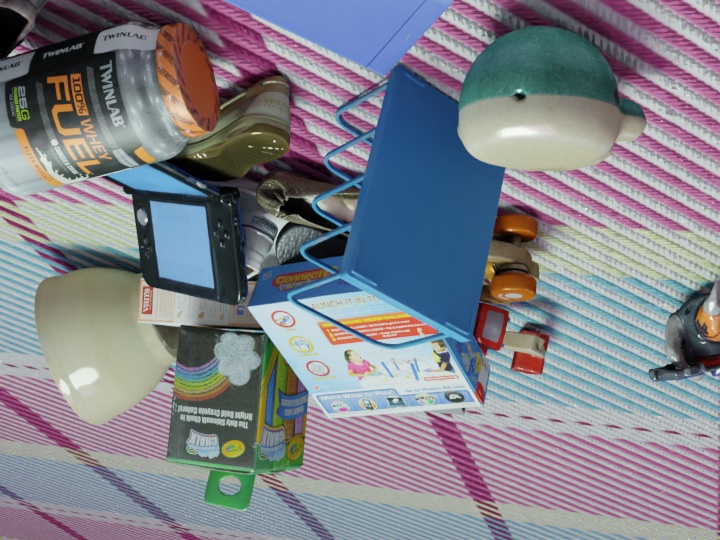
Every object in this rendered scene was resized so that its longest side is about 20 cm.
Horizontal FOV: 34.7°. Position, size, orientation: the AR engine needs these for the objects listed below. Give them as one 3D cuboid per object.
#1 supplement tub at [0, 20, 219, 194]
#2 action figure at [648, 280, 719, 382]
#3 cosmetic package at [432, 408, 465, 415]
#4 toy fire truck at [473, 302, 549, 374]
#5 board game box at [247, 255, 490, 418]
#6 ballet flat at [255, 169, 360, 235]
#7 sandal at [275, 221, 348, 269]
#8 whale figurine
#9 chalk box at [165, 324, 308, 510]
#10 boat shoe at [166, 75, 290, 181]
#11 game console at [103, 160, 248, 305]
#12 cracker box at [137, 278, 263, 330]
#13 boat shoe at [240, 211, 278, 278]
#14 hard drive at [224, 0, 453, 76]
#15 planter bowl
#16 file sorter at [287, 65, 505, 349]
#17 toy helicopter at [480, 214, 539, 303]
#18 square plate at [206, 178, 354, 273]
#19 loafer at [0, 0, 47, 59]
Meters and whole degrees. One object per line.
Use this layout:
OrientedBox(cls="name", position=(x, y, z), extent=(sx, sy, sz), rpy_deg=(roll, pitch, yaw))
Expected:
OrientedBox(cls="supplement tub", position=(-0.233, -0.146, 1.021), extent=(0.196, 0.124, 0.123), rpy_deg=(-13, 148, 15))
OrientedBox(cls="action figure", position=(0.400, 0.048, 1.213), extent=(0.196, 0.107, 0.194), rpy_deg=(-10, 166, -16))
OrientedBox(cls="cosmetic package", position=(0.041, 0.113, 1.457), extent=(0.196, 0.109, 0.090), rpy_deg=(0, 153, 22))
OrientedBox(cls="toy fire truck", position=(0.160, 0.077, 1.331), extent=(0.138, 0.050, 0.200), rpy_deg=(15, 172, -1))
OrientedBox(cls="board game box", position=(0.012, 0.071, 1.224), extent=(0.197, 0.056, 0.197), rpy_deg=(-7, 134, 28))
OrientedBox(cls="ballet flat", position=(-0.011, -0.060, 1.175), extent=(0.196, 0.047, 0.068), rpy_deg=(12, 118, -1))
OrientedBox(cls="sandal", position=(0.000, -0.001, 1.252), extent=(0.198, 0.043, 0.077), rpy_deg=(31, 106, -17))
OrientedBox(cls="whale figurine", position=(0.155, -0.135, 0.946), extent=(0.156, 0.106, 0.199), rpy_deg=(0, 176, 24))
OrientedBox(cls="chalk box", position=(-0.140, 0.172, 1.342), extent=(0.123, 0.204, 0.124), rpy_deg=(4, 177, 25))
OrientedBox(cls="boat shoe", position=(-0.132, -0.134, 1.117), extent=(0.072, 0.064, 0.199), rpy_deg=(16, 163, -33))
OrientedBox(cls="game console", position=(-0.220, -0.049, 1.186), extent=(0.117, 0.174, 0.198), rpy_deg=(-14, -165, -38))
OrientedBox(cls="cracker box", position=(-0.155, 0.043, 1.416), extent=(0.196, 0.059, 0.134), rpy_deg=(1, 175, 22))
OrientedBox(cls="boat shoe", position=(-0.159, -0.007, 1.281), extent=(0.070, 0.071, 0.199), rpy_deg=(29, 155, -28))
OrientedBox(cls="hard drive", position=(-0.038, -0.230, 0.900), extent=(0.197, 0.026, 0.132), rpy_deg=(22, 153, -18))
OrientedBox(cls="planter bowl", position=(-0.312, 0.081, 1.493), extent=(0.133, 0.203, 0.201), rpy_deg=(-21, 147, 6))
OrientedBox(cls="file sorter", position=(0.031, -0.046, 1.037), extent=(0.137, 0.203, 0.122), rpy_deg=(27, 153, -28))
OrientedBox(cls="toy helicopter", position=(0.128, 0.005, 1.243), extent=(0.130, 0.080, 0.200), rpy_deg=(0, 164, 12))
OrientedBox(cls="square plate", position=(-0.093, -0.044, 1.295), extent=(0.196, 0.029, 0.199), rpy_deg=(14, 155, 0))
OrientedBox(cls="loafer", position=(-0.329, -0.219, 1.015), extent=(0.071, 0.064, 0.198), rpy_deg=(29, 150, -31))
